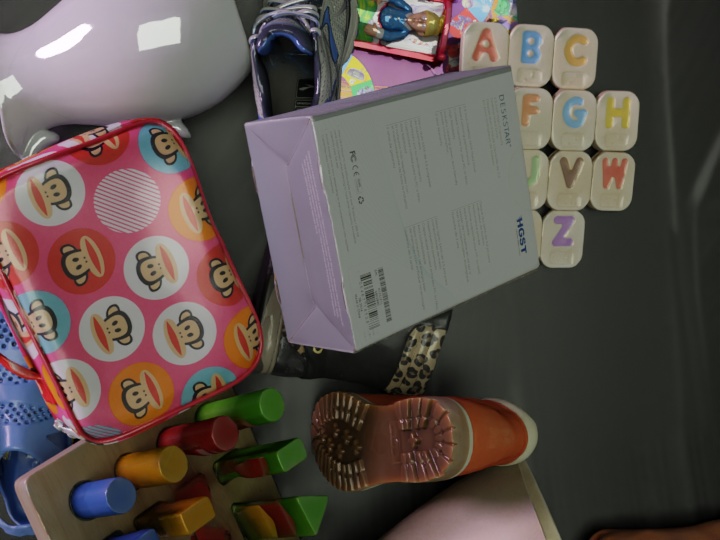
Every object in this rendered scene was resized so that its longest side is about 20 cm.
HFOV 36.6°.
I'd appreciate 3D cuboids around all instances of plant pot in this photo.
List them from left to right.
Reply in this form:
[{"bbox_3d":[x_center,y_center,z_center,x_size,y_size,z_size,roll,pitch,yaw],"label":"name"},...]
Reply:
[{"bbox_3d":[0.069,0.264,0.849,0.198,0.187,0.189,-25,96,8],"label":"plant pot"}]

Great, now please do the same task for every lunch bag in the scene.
[{"bbox_3d":[-0.175,0.012,0.738,0.175,0.082,0.202,-25,102,-23],"label":"lunch bag"}]

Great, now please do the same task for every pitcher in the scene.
[{"bbox_3d":[-0.176,-0.136,0.810,0.198,0.121,0.174,-18,94,-2],"label":"pitcher"}]

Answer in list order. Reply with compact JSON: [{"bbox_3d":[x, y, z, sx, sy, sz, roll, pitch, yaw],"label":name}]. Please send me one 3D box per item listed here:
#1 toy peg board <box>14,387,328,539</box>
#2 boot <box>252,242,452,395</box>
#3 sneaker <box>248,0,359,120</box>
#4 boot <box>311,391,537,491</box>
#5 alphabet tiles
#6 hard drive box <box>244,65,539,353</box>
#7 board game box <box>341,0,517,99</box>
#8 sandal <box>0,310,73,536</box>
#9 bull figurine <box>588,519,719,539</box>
[{"bbox_3d":[-0.111,0.191,0.795,0.199,0.097,0.202,-30,99,-48],"label":"toy peg board"},{"bbox_3d":[0.000,0.000,0.865,0.149,0.073,0.202,17,82,-13],"label":"boot"},{"bbox_3d":[-0.044,-0.170,0.805,0.076,0.085,0.203,-7,73,11],"label":"sneaker"},{"bbox_3d":[0.043,0.130,0.839,0.106,0.199,0.076,1,85,-37],"label":"boot"},{"bbox_3d":[0.134,-0.099,0.884,0.197,0.015,0.198,0,100,-16],"label":"alphabet tiles"},{"bbox_3d":[0.030,-0.049,0.772,0.199,0.076,0.158,-20,106,-39],"label":"hard drive box"},{"bbox_3d":[0.033,-0.206,0.870,0.199,0.039,0.159,-36,97,-4],"label":"board game box"},{"bbox_3d":[-0.248,0.115,0.815,0.078,0.087,0.203,-5,106,-2],"label":"sandal"},{"bbox_3d":[0.289,0.259,0.911,0.197,0.065,0.123,-5,61,1],"label":"bull figurine"}]
